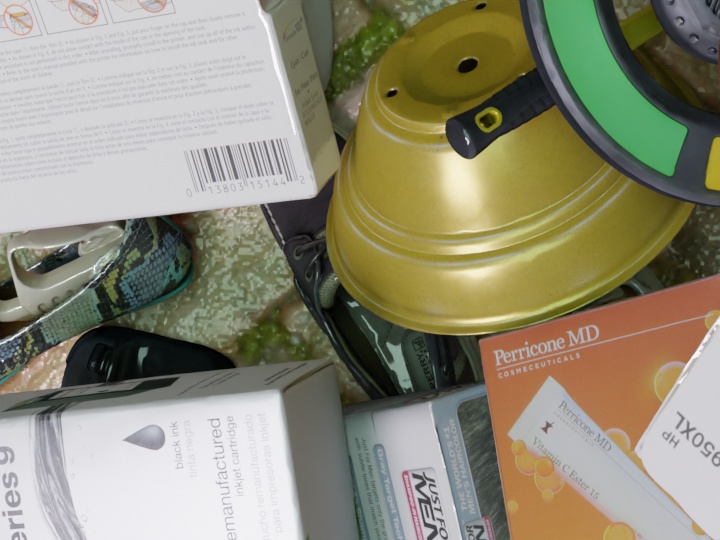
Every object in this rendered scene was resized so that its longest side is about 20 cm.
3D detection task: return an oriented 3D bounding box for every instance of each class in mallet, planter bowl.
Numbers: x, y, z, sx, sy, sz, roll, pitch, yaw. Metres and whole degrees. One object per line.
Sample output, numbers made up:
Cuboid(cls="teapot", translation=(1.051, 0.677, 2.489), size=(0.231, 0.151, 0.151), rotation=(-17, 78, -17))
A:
Cuboid(cls="mallet", translation=(0.109, -0.110, 0.765), size=(0.199, 0.041, 0.066), rotation=(-25, 83, -29))
Cuboid(cls="planter bowl", translation=(0.062, -0.072, 0.820), size=(0.199, 0.201, 0.084), rotation=(-15, 132, 12))

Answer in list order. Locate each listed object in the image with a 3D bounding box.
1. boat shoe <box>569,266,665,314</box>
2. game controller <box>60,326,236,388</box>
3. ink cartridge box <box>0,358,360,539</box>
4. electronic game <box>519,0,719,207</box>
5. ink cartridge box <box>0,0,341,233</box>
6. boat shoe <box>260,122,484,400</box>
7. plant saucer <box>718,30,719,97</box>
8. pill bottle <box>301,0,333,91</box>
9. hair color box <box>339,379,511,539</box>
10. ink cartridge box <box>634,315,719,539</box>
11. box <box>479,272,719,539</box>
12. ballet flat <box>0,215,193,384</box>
Cuboid(cls="boat shoe", translation=(0.113, 0.011, 0.877), size=(0.071, 0.070, 0.200), rotation=(-43, 83, 10))
Cuboid(cls="game controller", translation=(-0.130, 0.135, 0.956), size=(0.103, 0.042, 0.202), rotation=(12, 94, -3))
Cuboid(cls="ink cartridge box", translation=(-0.105, 0.129, 0.802), size=(0.198, 0.084, 0.148), rotation=(-8, 95, 17))
Cuboid(cls="electronic game", translation=(0.161, -0.128, 0.730), size=(0.198, 0.042, 0.202), rotation=(-1, 93, -15))
Cuboid(cls="ink cartridge box", translation=(-0.124, -0.112, 0.821), size=(0.198, 0.045, 0.178), rotation=(-5, 115, 23))
Cuboid(cls="boat shoe", translation=(0.000, 0.000, 0.903), size=(0.072, 0.065, 0.201), rotation=(-32, 83, 15))
Cuboid(cls="plant saucer", translation=(0.212, -0.027, 0.662), size=(0.200, 0.200, 0.037), rotation=(40, 124, 8))
Cuboid(cls="pill bottle", translation=(-0.121, -0.132, 0.907), size=(0.198, 0.106, 0.107), rotation=(-5, 90, 12))
Cuboid(cls="hair color box", translation=(0.000, 0.118, 0.857), size=(0.199, 0.060, 0.100), rotation=(-15, 88, 50))
Cuboid(cls="ink cartridge box", translation=(0.222, 0.078, 0.647), size=(0.145, 0.199, 0.085), rotation=(45, 118, 33))
Cuboid(cls="box", translation=(0.141, 0.118, 0.761), size=(0.123, 0.097, 0.202), rotation=(-17, 73, 29))
Cuboid(cls="ballet flat", translation=(-0.189, 0.015, 0.941), size=(0.199, 0.074, 0.075), rotation=(-29, 85, 5))
